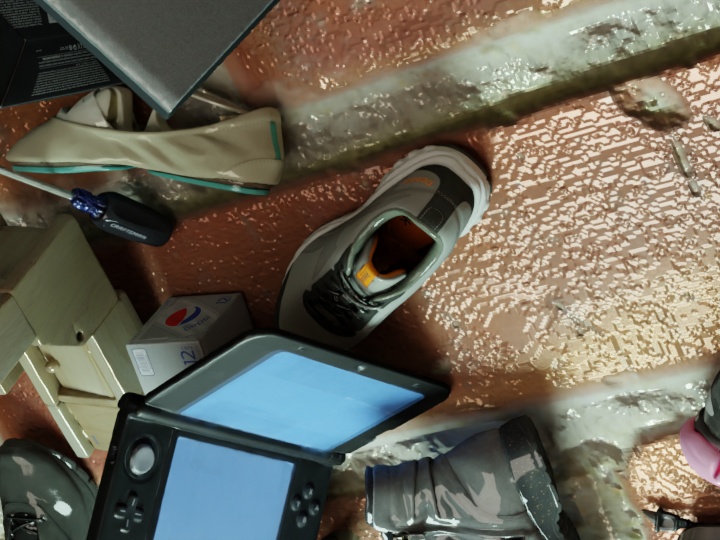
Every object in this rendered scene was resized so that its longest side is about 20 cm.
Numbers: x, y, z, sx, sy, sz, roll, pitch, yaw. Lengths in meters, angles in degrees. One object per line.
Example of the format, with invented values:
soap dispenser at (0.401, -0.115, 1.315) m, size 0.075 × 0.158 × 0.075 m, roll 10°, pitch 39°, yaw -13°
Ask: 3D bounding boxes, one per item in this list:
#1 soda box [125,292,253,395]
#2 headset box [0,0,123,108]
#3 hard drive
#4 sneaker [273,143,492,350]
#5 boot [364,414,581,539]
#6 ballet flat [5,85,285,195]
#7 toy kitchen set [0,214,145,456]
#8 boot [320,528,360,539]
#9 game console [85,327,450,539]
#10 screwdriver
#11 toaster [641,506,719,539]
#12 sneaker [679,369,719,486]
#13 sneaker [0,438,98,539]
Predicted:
soda box at (-0.095, 0.118, 1.171) m, size 0.063 × 0.068 × 0.200 m, roll -4°, pitch 118°, yaw 27°
headset box at (-0.267, -0.135, 1.035) m, size 0.199 × 0.149 × 0.077 m, roll -6°, pitch 100°, yaw 26°
hard drive at (-0.139, -0.205, 0.957) m, size 0.200 × 0.140 × 0.033 m, roll 42°, pitch 166°, yaw -4°
sneaker at (0.000, 0.000, 1.049) m, size 0.074 × 0.079 × 0.200 m, roll 40°, pitch 129°, yaw -5°
boot at (0.086, 0.202, 1.117) m, size 0.131 × 0.070 × 0.201 m, roll -21°, pitch 99°, yaw 7°
ballet flat at (-0.140, -0.090, 1.074) m, size 0.199 × 0.070 × 0.070 m, roll 6°, pitch 122°, yaw 19°
toy kitchen set at (-0.261, 0.089, 1.136) m, size 0.163 × 0.181 × 0.200 m, roll 3°, pitch 133°, yaw 32°
boot at (0.002, 0.288, 1.232) m, size 0.154 × 0.072 × 0.200 m, roll 35°, pitch 133°, yaw 2°
game console at (-0.056, 0.135, 1.072) m, size 0.116 × 0.200 × 0.176 m, roll 6°, pitch 80°, yaw 43°
screwdriver at (-0.197, -0.053, 1.064) m, size 0.029 × 0.028 × 0.200 m, roll -3°, pitch 162°, yaw 38°
toaster at (0.282, 0.256, 1.053) m, size 0.199 × 0.119 × 0.181 m, roll -5°, pitch 117°, yaw 27°
sneaker at (0.297, 0.104, 0.988) m, size 0.199 × 0.079 × 0.096 m, roll 19°, pitch 114°, yaw 11°
sneaker at (-0.245, 0.225, 1.294) m, size 0.076 × 0.091 × 0.201 m, roll -2°, pitch 117°, yaw 28°
